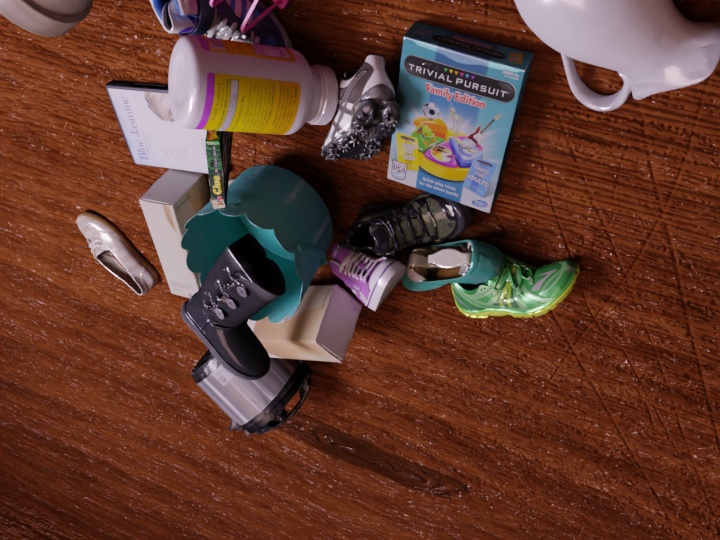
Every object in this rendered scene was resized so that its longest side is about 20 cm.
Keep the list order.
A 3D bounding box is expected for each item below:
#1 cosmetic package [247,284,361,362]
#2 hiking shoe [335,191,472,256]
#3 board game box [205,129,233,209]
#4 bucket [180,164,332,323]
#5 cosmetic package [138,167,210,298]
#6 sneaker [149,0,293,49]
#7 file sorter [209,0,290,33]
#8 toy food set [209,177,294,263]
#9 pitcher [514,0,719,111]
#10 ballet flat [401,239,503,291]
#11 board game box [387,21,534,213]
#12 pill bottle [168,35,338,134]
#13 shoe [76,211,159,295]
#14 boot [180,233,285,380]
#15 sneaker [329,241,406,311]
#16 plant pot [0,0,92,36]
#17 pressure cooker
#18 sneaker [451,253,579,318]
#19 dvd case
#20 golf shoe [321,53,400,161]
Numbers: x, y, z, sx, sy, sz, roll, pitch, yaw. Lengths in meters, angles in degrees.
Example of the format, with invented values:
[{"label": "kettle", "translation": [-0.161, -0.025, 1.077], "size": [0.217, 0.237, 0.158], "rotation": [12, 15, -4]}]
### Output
[{"label": "cosmetic package", "translation": [-0.101, 0.087, 1.157], "size": [0.197, 0.107, 0.071], "rotation": [-6, 146, 45]}, {"label": "hiking shoe", "translation": [0.062, -0.054, 0.968], "size": [0.196, 0.101, 0.077], "rotation": [-9, 117, 38]}, {"label": "board game box", "translation": [-0.191, -0.189, 0.948], "size": [0.023, 0.203, 0.106], "rotation": [-3, 134, -4]}, {"label": "bucket", "translation": [-0.143, -0.041, 1.015], "size": [0.203, 0.136, 0.211], "rotation": [17, 135, 18]}, {"label": "cosmetic package", "translation": [-0.295, -0.062, 1.186], "size": [0.069, 0.106, 0.203], "rotation": [11, 134, 20]}, {"label": "sneaker", "translation": [-0.183, -0.303, 0.869], "size": [0.080, 0.147, 0.201], "rotation": [-22, 114, 42]}, {"label": "file sorter", "translation": [-0.156, -0.397, 0.784], "size": [0.199, 0.126, 0.139], "rotation": [41, 136, -8]}, {"label": "toy food set", "translation": [-0.161, -0.065, 1.141], "size": [0.194, 0.049, 0.203], "rotation": [21, 135, 14]}, {"label": "pitcher", "translation": [0.234, -0.248, 0.699], "size": [0.198, 0.123, 0.171], "rotation": [32, 154, -15]}, {"label": "ballet flat", "translation": [0.110, -0.013, 0.984], "size": [0.069, 0.069, 0.198], "rotation": [20, 163, -36]}, {"label": "board game box", "translation": [0.116, -0.185, 0.864], "size": [0.148, 0.047, 0.203], "rotation": [20, 136, 15]}, {"label": "pill bottle", "translation": [-0.128, -0.223, 0.855], "size": [0.103, 0.196, 0.107], "rotation": [7, 98, 58]}, {"label": "shoe", "translation": [-0.481, -0.032, 1.360], "size": [0.200, 0.054, 0.070], "rotation": [45, 136, -11]}, {"label": "boot", "translation": [-0.154, 0.059, 0.971], "size": [0.164, 0.066, 0.200], "rotation": [40, 133, -10]}, {"label": "sneaker", "translation": [0.000, 0.001, 1.039], "size": [0.114, 0.073, 0.201], "rotation": [42, 167, 1]}, {"label": "plant pot", "translation": [-0.376, -0.426, 0.868], "size": [0.170, 0.202, 0.202], "rotation": [-19, 118, 22]}, {"label": "pressure cooker", "translation": [-0.196, 0.203, 1.302], "size": [0.200, 0.180, 0.175], "rotation": [46, 139, -10]}, {"label": "sneaker", "translation": [0.207, 0.017, 0.970], "size": [0.197, 0.075, 0.084], "rotation": [-13, 125, 39]}, {"label": "dvd case", "translation": [-0.307, -0.226, 1.108], "size": [0.195, 0.018, 0.145], "rotation": [11, 133, 24]}, {"label": "golf shoe", "translation": [-0.001, -0.206, 0.910], "size": [0.076, 0.097, 0.199], "rotation": [0, 169, -23]}]
